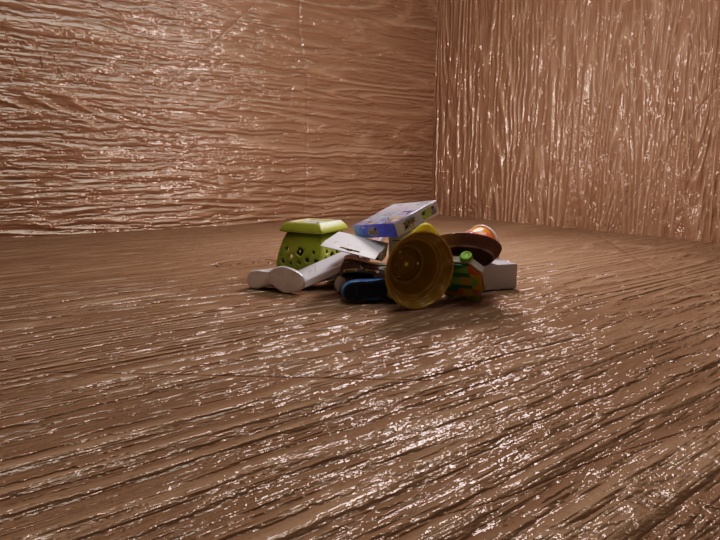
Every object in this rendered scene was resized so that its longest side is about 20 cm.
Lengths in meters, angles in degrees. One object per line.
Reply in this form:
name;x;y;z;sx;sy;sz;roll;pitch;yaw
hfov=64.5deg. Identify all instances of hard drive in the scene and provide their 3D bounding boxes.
hard drive;-0.098;-0.009;1.719;0.198;0.027;0.132;-23;18;1

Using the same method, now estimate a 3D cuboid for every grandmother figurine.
grandmother figurine;0.023;0.036;1.640;0.198;0.061;0.122;-2;25;-4

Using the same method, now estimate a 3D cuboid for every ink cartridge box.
ink cartridge box;-0.016;-0.056;1.621;0.158;0.048;0.200;14;18;10

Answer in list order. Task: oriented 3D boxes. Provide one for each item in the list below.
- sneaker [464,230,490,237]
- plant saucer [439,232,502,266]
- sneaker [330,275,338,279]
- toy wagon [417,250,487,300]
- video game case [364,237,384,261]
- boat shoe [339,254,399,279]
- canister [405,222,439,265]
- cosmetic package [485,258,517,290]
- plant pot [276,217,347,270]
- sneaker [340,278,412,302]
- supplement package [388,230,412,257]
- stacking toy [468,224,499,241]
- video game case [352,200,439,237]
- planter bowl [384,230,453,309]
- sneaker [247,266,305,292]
sneaker;0.301;-0.074;1.674;0.198;0.088;0.074;0;-17;-21
plant saucer;0.283;-0.047;1.552;0.198;0.035;0.201;5;-21;2
sneaker;0.000;0.000;1.789;0.198;0.072;0.073;3;10;12
toy wagon;0.239;0.014;1.537;0.198;0.156;0.040;5;45;28
video game case;-0.016;-0.046;1.797;0.142;0.018;0.200;-16;19;27
boat shoe;0.041;0.011;1.582;0.198;0.060;0.072;14;-26;7
canister;0.157;-0.059;1.702;0.148;0.087;0.200;-43;-4;-7
cosmetic package;0.359;0.013;1.719;0.198;0.082;0.113;-2;11;-18
plant pot;-0.153;-0.078;1.908;0.198;0.184;0.198;5;12;29
sneaker;0.046;0.050;1.538;0.198;0.067;0.078;-1;6;-5
supplement package;0.151;-0.086;1.907;0.116;0.202;0.117;1;10;2
stacking toy;0.328;-0.061;1.799;0.198;0.148;0.146;-11;15;-34
video game case;0.105;-0.152;1.708;0.180;0.046;0.199;-29;18;-32
planter bowl;0.134;-0.009;1.463;0.198;0.203;0.083;-4;15;-23
sneaker;-0.231;0.021;1.671;0.198;0.076;0.088;4;6;30
